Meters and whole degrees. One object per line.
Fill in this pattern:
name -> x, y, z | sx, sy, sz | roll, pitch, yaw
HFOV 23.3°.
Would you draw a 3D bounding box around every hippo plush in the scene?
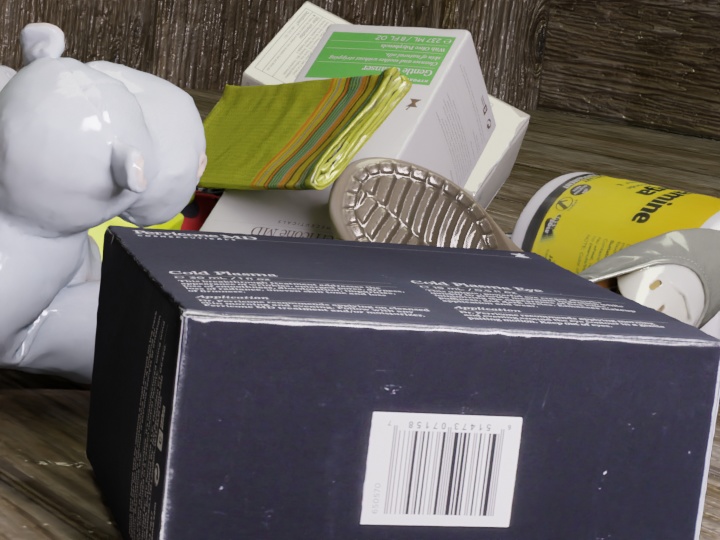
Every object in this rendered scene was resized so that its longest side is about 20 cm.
hippo plush -> -0.166, -0.044, 0.827 | 0.159, 0.161, 0.200 | 45, 24, 23

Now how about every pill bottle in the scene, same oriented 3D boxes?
pill bottle -> 0.191, 0.009, 1.041 | 0.112, 0.113, 0.199 | -1, 12, -40

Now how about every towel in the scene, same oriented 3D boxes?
towel -> -0.052, -0.081, 1.022 | 0.018, 0.086, 0.200 | 49, -22, -24

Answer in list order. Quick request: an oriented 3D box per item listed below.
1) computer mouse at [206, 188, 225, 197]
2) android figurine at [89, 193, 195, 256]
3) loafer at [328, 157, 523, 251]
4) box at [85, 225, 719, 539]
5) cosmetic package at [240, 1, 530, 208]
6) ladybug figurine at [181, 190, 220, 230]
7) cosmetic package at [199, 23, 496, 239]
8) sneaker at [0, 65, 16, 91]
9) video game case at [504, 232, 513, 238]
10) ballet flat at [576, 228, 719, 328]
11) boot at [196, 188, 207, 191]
computer mouse -> -0.033, -0.046, 1.247 | 0.138, 0.053, 0.200 | -7, -12, 11
android figurine -> -0.186, -0.023, 0.988 | 0.181, 0.041, 0.200 | 33, 42, 12
loafer -> 0.057, 0.009, 0.982 | 0.200, 0.076, 0.068 | 35, -20, -19
box -> 0.007, 0.052, 0.673 | 0.199, 0.105, 0.182 | 4, 10, -16
cosmetic package -> 0.015, -0.110, 1.320 | 0.199, 0.071, 0.105 | 30, 52, 11
ladybug figurine -> -0.148, -0.015, 1.100 | 0.199, 0.072, 0.135 | -1, 11, -38
cosmetic package -> -0.004, -0.055, 1.067 | 0.107, 0.085, 0.201 | 6, 47, 27
sneaker -> -0.215, -0.072, 1.179 | 0.199, 0.075, 0.115 | 16, 38, -52
video game case -> 0.122, -0.003, 1.356 | 0.199, 0.026, 0.180 | -3, 12, -43
ballet flat -> 0.122, 0.033, 0.910 | 0.199, 0.068, 0.064 | -17, 24, -11
boot -> -0.178, -0.064, 1.329 | 0.072, 0.091, 0.200 | 10, 10, 23
